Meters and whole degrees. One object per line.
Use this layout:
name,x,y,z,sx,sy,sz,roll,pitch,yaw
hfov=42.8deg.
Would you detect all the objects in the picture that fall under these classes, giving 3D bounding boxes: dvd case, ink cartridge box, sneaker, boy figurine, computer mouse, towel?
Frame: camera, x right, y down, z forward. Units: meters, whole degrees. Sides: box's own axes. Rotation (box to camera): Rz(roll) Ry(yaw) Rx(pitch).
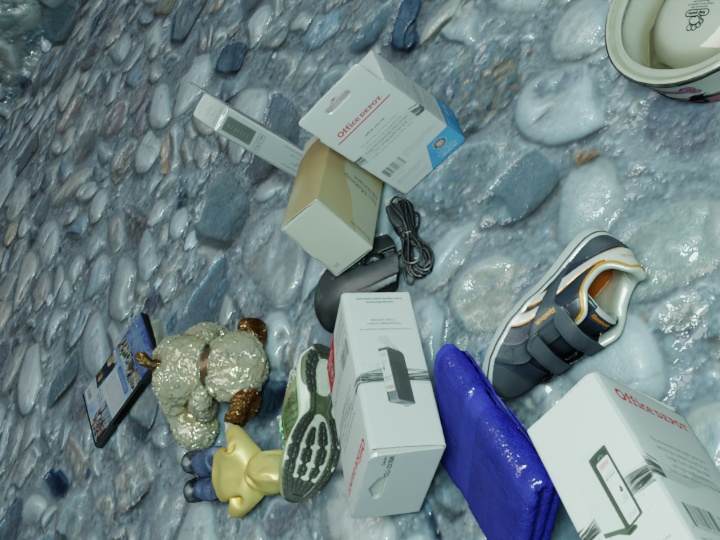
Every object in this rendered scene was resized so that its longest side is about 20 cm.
dvd case,-0.416,0.190,1.598,0.201,0.017,0.143,-52,39,13
ink cartridge box,0.023,-0.194,1.161,0.116,0.199,0.067,-40,43,26
ink cartridge box,-0.164,-0.206,1.388,0.044,0.199,0.173,-59,37,5
ink cartridge box,0.237,0.195,0.723,0.084,0.145,0.201,-46,39,22
sneaker,-0.074,0.197,1.160,0.088,0.076,0.202,-31,40,48
boy figurine,-0.160,0.262,1.210,0.199,0.064,0.126,-17,76,42
ink cartridge box,0.022,0.146,1.005,0.145,0.082,0.202,103,162,-48
computer mouse,0.000,0.000,1.194,0.200,0.052,0.139,-43,42,24
towel,0.130,0.184,0.898,0.201,0.049,0.149,-122,25,-49
sneaker,0.199,0.055,0.906,0.201,0.078,0.079,-56,35,9

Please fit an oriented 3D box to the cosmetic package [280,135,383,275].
cosmetic package,-0.031,-0.101,1.204,0.071,0.105,0.201,-36,28,31

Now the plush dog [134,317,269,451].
plush dog,-0.208,0.138,1.302,0.169,0.161,0.202,-9,59,20

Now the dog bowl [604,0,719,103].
dog bowl,0.350,-0.259,0.920,0.199,0.073,0.203,-26,51,37
